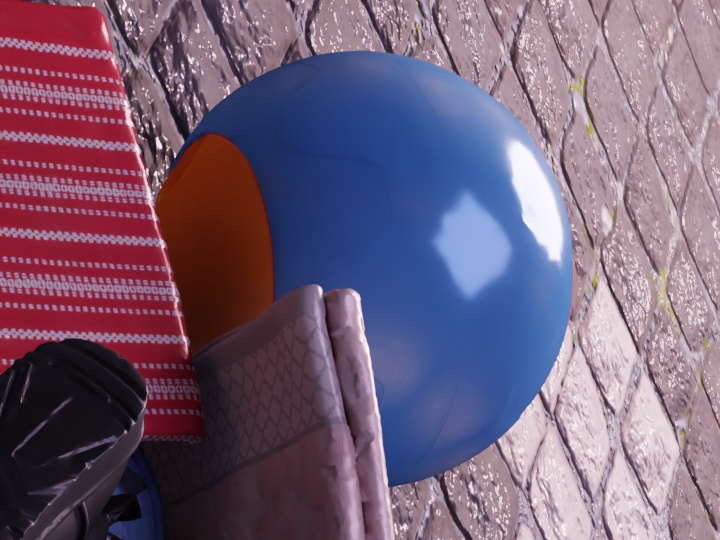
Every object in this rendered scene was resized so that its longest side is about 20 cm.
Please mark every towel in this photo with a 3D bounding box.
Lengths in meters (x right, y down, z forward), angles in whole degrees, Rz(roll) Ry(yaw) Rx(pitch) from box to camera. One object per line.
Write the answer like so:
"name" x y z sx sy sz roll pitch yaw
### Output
"towel" -0.048 0.122 1.124 0.032 0.200 0.192 2 72 -30
"towel" -0.140 -0.024 1.094 0.144 0.022 0.201 3 64 -42

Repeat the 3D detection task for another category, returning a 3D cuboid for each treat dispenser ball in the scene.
"treat dispenser ball" 0.000 0.000 1.262 0.201 0.200 0.202 38 46 -54

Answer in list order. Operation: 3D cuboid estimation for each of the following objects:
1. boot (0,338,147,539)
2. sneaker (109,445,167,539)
"boot" -0.150 0.128 0.990 0.198 0.073 0.163 -39 154 -41
"sneaker" -0.133 0.062 1.126 0.078 0.066 0.201 3 75 -53
